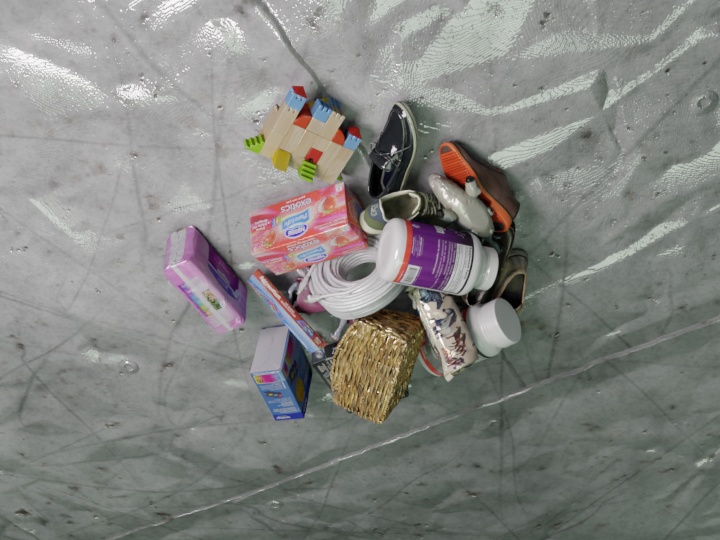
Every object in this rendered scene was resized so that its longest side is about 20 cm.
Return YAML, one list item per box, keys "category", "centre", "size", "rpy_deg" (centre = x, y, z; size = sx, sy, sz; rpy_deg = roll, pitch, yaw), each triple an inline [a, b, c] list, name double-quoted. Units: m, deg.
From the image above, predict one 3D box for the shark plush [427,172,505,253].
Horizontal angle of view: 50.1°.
- category: "shark plush"
  centre: [0.205, -0.107, 1.397]
  size: [0.199, 0.083, 0.091]
  rpy_deg: [29, 94, -26]

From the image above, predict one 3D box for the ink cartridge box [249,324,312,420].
- category: "ink cartridge box"
  centre: [-0.167, 0.237, 1.709]
  size: [0.076, 0.137, 0.201]
  rpy_deg: [-6, 132, 13]

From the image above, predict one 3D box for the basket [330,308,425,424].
- category: "basket"
  centre: [0.030, 0.178, 1.552]
  size: [0.142, 0.149, 0.201]
  rpy_deg: [21, 112, 15]

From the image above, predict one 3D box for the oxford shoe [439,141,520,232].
- category: "oxford shoe"
  centre: [0.217, -0.165, 1.403]
  size: [0.200, 0.073, 0.071]
  rpy_deg: [50, 156, -21]

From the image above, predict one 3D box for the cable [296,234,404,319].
- category: "cable"
  centre: [0.000, 0.000, 1.451]
  size: [0.199, 0.201, 0.069]
  rpy_deg: [3, 143, 31]

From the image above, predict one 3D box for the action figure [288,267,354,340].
- category: "action figure"
  centre: [-0.048, 0.055, 1.588]
  size: [0.199, 0.134, 0.150]
  rpy_deg: [5, 105, -2]

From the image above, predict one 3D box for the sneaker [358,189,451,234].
- category: "sneaker"
  centre: [0.102, -0.108, 1.392]
  size: [0.199, 0.068, 0.090]
  rpy_deg: [-8, 166, -19]

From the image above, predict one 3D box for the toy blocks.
- category: "toy blocks"
  centre: [-0.080, -0.238, 1.320]
  size: [0.199, 0.100, 0.137]
  rpy_deg: [20, 121, -30]

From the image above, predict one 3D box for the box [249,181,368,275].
- category: "box"
  centre: [-0.096, -0.075, 1.435]
  size: [0.199, 0.095, 0.103]
  rpy_deg: [-16, 151, 17]

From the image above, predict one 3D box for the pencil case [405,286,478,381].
- category: "pencil case"
  centre: [0.160, 0.110, 1.504]
  size: [0.089, 0.201, 0.078]
  rpy_deg: [-18, 168, -26]

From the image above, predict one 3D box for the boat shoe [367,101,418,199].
- category: "boat shoe"
  centre: [0.053, -0.202, 1.348]
  size: [0.062, 0.075, 0.201]
  rpy_deg: [-20, 143, -28]

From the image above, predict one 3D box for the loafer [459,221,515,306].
- category: "loafer"
  centre: [0.252, -0.011, 1.503]
  size: [0.073, 0.071, 0.201]
  rpy_deg: [15, 115, -7]

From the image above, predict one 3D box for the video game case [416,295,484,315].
- category: "video game case"
  centre: [0.189, 0.043, 1.611]
  size: [0.142, 0.018, 0.201]
  rpy_deg: [0, 132, 2]

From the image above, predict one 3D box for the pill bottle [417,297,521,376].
- category: "pill bottle"
  centre: [0.220, 0.135, 1.587]
  size: [0.199, 0.114, 0.114]
  rpy_deg: [-28, 127, 35]

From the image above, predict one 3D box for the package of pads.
- category: "package of pads"
  centre: [-0.306, 0.019, 1.526]
  size: [0.075, 0.121, 0.200]
  rpy_deg: [-25, 127, 15]

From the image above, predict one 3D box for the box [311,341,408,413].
- category: "box"
  centre: [0.002, 0.237, 1.769]
  size: [0.159, 0.044, 0.200]
  rpy_deg: [-19, 129, 17]

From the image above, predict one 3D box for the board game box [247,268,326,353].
- category: "board game box"
  centre: [-0.151, 0.084, 1.555]
  size: [0.200, 0.019, 0.103]
  rpy_deg: [49, 161, -3]

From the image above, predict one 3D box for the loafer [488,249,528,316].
- category: "loafer"
  centre: [0.306, 0.051, 1.584]
  size: [0.071, 0.063, 0.201]
  rpy_deg: [0, 132, -1]

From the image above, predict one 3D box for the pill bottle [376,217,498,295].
- category: "pill bottle"
  centre: [0.134, -0.020, 1.346]
  size: [0.199, 0.113, 0.113]
  rpy_deg: [11, 132, -15]
